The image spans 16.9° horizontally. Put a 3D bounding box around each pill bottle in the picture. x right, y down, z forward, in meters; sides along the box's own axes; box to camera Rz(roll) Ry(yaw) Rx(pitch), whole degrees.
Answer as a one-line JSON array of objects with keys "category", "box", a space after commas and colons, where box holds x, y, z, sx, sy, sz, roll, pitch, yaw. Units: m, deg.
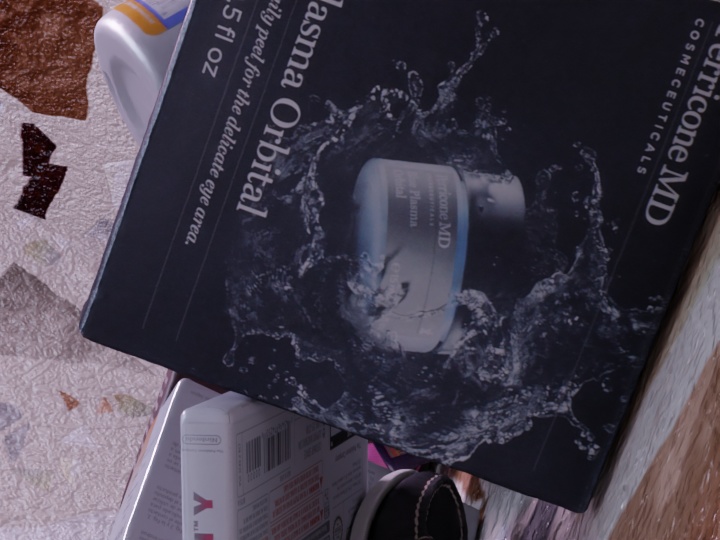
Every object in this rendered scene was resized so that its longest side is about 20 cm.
[{"category": "pill bottle", "box": [-0.029, -0.129, 1.268, 0.199, 0.112, 0.112, -31, -9, -16]}]

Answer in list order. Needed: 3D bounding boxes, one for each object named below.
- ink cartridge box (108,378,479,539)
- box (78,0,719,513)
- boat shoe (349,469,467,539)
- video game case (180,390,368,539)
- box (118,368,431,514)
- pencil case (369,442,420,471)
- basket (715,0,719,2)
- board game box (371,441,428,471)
[{"category": "ink cartridge box", "box": [-0.043, 0.167, 1.092, 0.050, 0.161, 0.201, 127, 165, -55]}, {"category": "box", "box": [0.023, -0.046, 0.895, 0.117, 0.199, 0.198, -86, 16, -76]}, {"category": "boat shoe", "box": [0.025, 0.147, 0.972, 0.074, 0.060, 0.200, 65, -156, -22]}, {"category": "video game case", "box": [-0.030, 0.131, 0.943, 0.200, 0.023, 0.184, -18, -73, -76]}, {"category": "box", "box": [-0.040, 0.089, 1.475, 0.164, 0.165, 0.201, 177, 112, -85]}, {"category": "pencil case", "box": [-0.009, 0.096, 1.352, 0.201, 0.093, 0.091, -60, -16, -1]}, {"category": "basket", "box": [0.083, -0.168, 0.734, 0.136, 0.199, 0.124, 121, 162, -75]}, {"category": "board game box", "box": [0.000, 0.000, 1.172, 0.200, 0.056, 0.166, 67, -177, -75]}]
